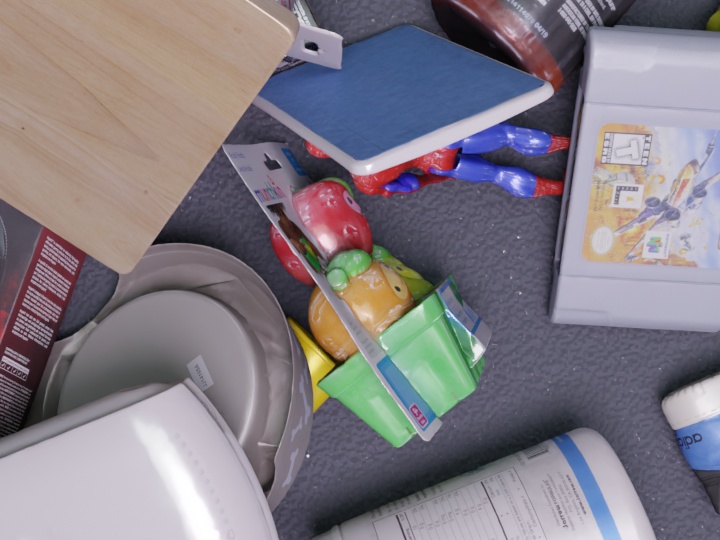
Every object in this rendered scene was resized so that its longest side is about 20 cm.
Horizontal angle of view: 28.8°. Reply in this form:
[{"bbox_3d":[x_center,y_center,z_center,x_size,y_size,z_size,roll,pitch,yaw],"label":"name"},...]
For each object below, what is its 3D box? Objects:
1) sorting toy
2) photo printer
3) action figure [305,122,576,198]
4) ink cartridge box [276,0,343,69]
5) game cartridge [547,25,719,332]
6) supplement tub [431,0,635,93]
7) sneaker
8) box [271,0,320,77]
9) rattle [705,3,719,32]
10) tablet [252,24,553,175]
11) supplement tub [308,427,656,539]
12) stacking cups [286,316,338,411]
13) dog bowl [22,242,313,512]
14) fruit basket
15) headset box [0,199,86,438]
[{"bbox_3d":[-0.159,-0.130,0.775,0.199,0.070,0.199,33,125,-12],"label":"sorting toy"},{"bbox_3d":[-0.145,0.161,0.770,0.198,0.069,0.168,-21,92,6],"label":"photo printer"},{"bbox_3d":[0.058,-0.077,0.896,0.198,0.052,0.066,0,129,-25],"label":"action figure"},{"bbox_3d":[-0.096,-0.188,0.843,0.198,0.116,0.069,18,88,-1],"label":"ink cartridge box"},{"bbox_3d":[0.196,-0.053,0.892,0.131,0.042,0.202,5,117,2],"label":"game cartridge"},{"bbox_3d":[0.145,-0.214,0.909,0.107,0.107,0.200,42,86,0],"label":"supplement tub"},{"bbox_3d":[0.308,0.095,0.912,0.198,0.077,0.112,-24,82,1],"label":"sneaker"},{"bbox_3d":[-0.134,-0.203,0.926,0.156,0.050,0.202,-27,88,-3],"label":"box"},{"bbox_3d":[0.332,-0.158,0.933,0.200,0.130,0.144,-39,101,-29],"label":"rattle"},{"bbox_3d":[0.017,-0.108,0.853,0.129,0.200,0.014,-24,118,-15],"label":"tablet"},{"bbox_3d":[0.080,0.192,0.876,0.198,0.132,0.133,-22,88,-2],"label":"supplement tub"},{"bbox_3d":[-0.092,0.123,0.907,0.060,0.061,0.200,43,87,0],"label":"stacking cups"},{"bbox_3d":[-0.118,0.086,0.871,0.198,0.059,0.202,-8,68,21],"label":"dog bowl"},{"bbox_3d":[0.000,0.000,0.856,0.093,0.185,0.201,-30,89,10],"label":"fruit basket"},{"bbox_3d":[-0.264,0.011,0.872,0.147,0.077,0.202,16,78,13],"label":"headset box"}]
